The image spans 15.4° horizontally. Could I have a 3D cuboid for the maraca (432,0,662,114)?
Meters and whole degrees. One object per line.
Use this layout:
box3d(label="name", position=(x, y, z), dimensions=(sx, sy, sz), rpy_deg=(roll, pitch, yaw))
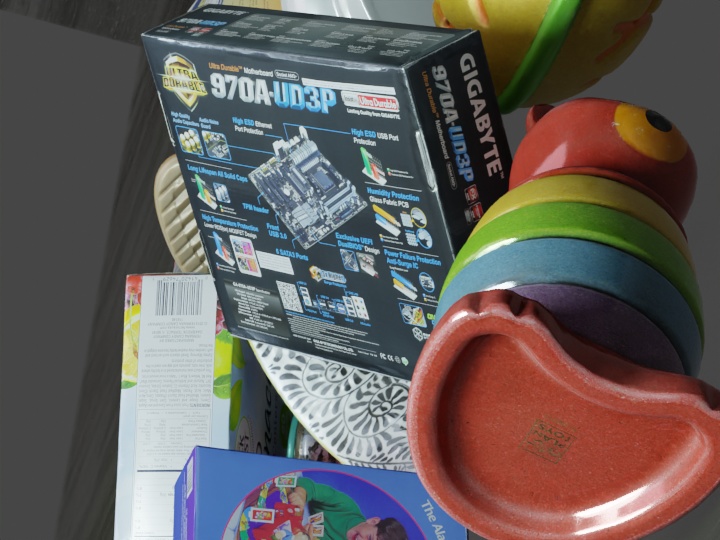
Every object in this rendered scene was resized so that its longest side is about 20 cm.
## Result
box3d(label="maraca", position=(0.094, -0.152, 1.214), dimensions=(0.200, 0.107, 0.137), rpy_deg=(120, 162, -56))

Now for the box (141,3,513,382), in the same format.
box3d(label="box", position=(-0.008, -0.034, 1.198), dimensions=(0.200, 0.046, 0.159), rpy_deg=(12, 124, 51))

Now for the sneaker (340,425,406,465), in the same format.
box3d(label="sneaker", position=(0.008, 0.166, 1.415), dimensions=(0.087, 0.074, 0.200), rpy_deg=(-54, -16, -72))

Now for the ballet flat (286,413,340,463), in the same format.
box3d(label="ballet flat", position=(0.003, 0.076, 1.482), dimensions=(0.200, 0.072, 0.072), rpy_deg=(-65, -9, -77))

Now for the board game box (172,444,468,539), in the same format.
box3d(label="board game box", position=(-0.017, 0.185, 1.211), dimensions=(0.045, 0.134, 0.200), rpy_deg=(120, 154, -55))

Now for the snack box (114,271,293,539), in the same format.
box3d(label="snack box", position=(-0.078, 0.115, 1.431), dimensions=(0.169, 0.068, 0.200), rpy_deg=(45, -136, -71))

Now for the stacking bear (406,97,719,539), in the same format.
box3d(label="stacking bear", position=(0.088, 0.005, 1.058), dimensions=(0.114, 0.121, 0.200), rpy_deg=(-58, 10, 41))

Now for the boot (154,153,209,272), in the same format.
box3d(label="boot", position=(-0.069, -0.033, 1.738), dimensions=(0.072, 0.200, 0.166), rpy_deg=(-32, 30, 14))

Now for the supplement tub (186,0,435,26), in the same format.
box3d(label="supplement tub", position=(-0.005, -0.135, 1.542), dimensions=(0.200, 0.144, 0.145), rpy_deg=(-27, 48, 54))

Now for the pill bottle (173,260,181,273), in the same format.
box3d(label="pill bottle", position=(-0.084, 0.065, 1.872), dimensions=(0.114, 0.114, 0.200), rpy_deg=(114, 165, -45))

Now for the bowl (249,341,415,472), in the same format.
box3d(label="bowl", position=(0.028, 0.003, 1.308), dimensions=(0.201, 0.094, 0.201), rpy_deg=(33, 137, 37))
